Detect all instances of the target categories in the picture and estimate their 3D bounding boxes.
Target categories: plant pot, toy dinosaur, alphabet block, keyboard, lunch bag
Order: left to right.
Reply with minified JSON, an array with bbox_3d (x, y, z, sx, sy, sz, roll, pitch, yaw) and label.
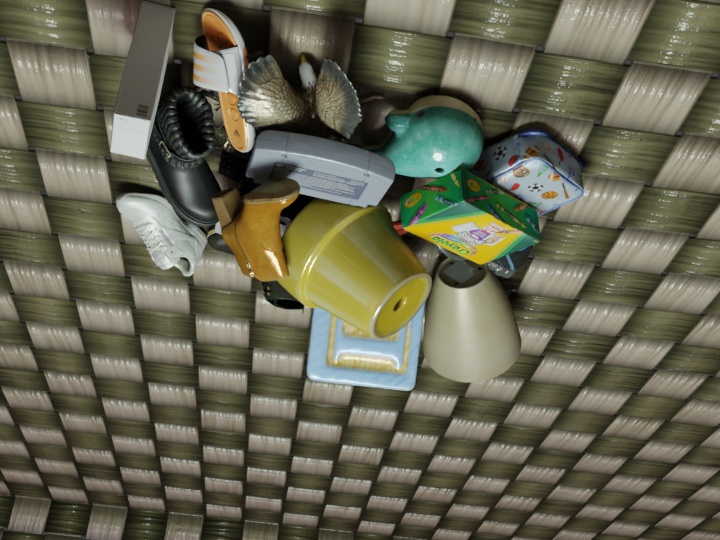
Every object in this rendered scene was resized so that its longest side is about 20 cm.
[{"bbox_3d":[-0.200,-0.257,1.422,0.088,0.048,0.200,8,143,-11],"label":"toy dinosaur"},{"bbox_3d":[-0.140,-0.126,1.574,0.200,0.040,0.104,25,146,2],"label":"keyboard"},{"bbox_3d":[0.000,0.000,1.499,0.189,0.201,0.201,42,159,25],"label":"plant pot"},{"bbox_3d":[0.007,0.092,1.736,0.195,0.197,0.200,8,-175,-4],"label":"alphabet block"},{"bbox_3d":[0.195,0.071,1.786,0.187,0.187,0.200,-2,135,11],"label":"plant pot"},{"bbox_3d":[0.241,-0.134,1.528,0.200,0.076,0.160,-23,144,38],"label":"lunch bag"}]

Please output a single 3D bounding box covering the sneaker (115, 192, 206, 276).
[{"bbox_3d":[-0.346,-0.064,1.695,0.075,0.100,0.200,-16,141,34],"label":"sneaker"}]

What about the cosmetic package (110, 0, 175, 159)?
[{"bbox_3d":[-0.288,-0.254,1.287,0.051,0.200,0.083,10,147,-10],"label":"cosmetic package"}]

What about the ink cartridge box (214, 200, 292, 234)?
[{"bbox_3d":[-0.157,-0.083,1.621,0.162,0.050,0.200,21,159,-6],"label":"ink cartridge box"}]

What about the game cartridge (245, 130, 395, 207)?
[{"bbox_3d":[-0.057,-0.144,1.383,0.200,0.041,0.133,12,164,-11],"label":"game cartridge"}]

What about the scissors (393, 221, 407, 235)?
[{"bbox_3d":[0.081,-0.080,1.689,0.200,0.014,0.073,-23,138,38],"label":"scissors"}]

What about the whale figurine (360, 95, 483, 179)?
[{"bbox_3d":[0.088,-0.175,1.451,0.200,0.104,0.159,-20,141,31],"label":"whale figurine"}]

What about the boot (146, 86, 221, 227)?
[{"bbox_3d":[-0.247,-0.162,1.440,0.158,0.079,0.211,-6,121,55],"label":"boot"}]

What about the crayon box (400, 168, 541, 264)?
[{"bbox_3d":[0.169,-0.078,1.482,0.119,0.058,0.200,-22,150,38],"label":"crayon box"}]

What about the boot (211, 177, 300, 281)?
[{"bbox_3d":[-0.130,-0.054,1.408,0.201,0.071,0.144,-1,119,49],"label":"boot"}]

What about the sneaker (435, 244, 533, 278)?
[{"bbox_3d":[0.207,-0.055,1.678,0.200,0.073,0.082,16,132,-29],"label":"sneaker"}]

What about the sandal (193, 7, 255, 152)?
[{"bbox_3d":[-0.190,-0.250,1.327,0.079,0.059,0.207,22,131,43],"label":"sandal"}]

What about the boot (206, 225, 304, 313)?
[{"bbox_3d":[-0.181,-0.004,1.730,0.200,0.139,0.077,9,148,-4],"label":"boot"}]

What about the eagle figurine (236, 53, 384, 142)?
[{"bbox_3d":[-0.069,-0.230,1.349,0.151,0.200,0.152,46,103,4],"label":"eagle figurine"}]
